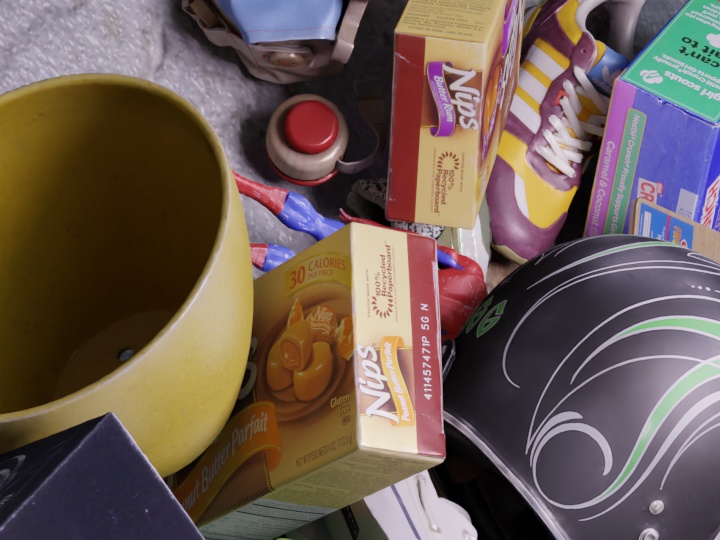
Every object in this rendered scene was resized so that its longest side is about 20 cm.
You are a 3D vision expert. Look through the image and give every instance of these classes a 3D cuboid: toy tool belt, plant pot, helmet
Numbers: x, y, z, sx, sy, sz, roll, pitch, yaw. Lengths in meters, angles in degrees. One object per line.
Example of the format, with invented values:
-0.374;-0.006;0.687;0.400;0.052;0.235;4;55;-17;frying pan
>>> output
-0.036;-0.160;1.521;0.124;0.123;0.201;-5;73;-8;toy tool belt
-0.132;0.027;1.337;0.142;0.199;0.201;61;36;-49;plant pot
0.146;0.077;1.470;0.190;0.200;0.201;-39;105;-15;helmet

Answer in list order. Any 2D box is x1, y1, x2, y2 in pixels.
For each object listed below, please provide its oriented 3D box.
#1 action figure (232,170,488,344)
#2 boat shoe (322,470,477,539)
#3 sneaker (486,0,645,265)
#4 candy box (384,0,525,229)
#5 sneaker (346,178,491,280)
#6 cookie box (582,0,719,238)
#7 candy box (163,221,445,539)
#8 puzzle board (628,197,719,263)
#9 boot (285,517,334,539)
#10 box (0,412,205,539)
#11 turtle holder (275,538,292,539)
0.000;0.000;1.517;0.199;0.052;0.066;22;73;-13;action figure
0.029;0.141;1.400;0.069;0.071;0.201;-4;46;-23;boat shoe
0.124;-0.098;1.690;0.075;0.090;0.201;34;52;-31;sneaker
0.058;-0.121;1.575;0.200;0.056;0.117;-66;162;-60;candy box
0.029;0.032;1.573;0.088;0.077;0.201;3;67;-31;sneaker
0.219;-0.088;1.727;0.075;0.172;0.200;24;43;18;cookie box
-0.034;0.063;1.386;0.055;0.200;0.116;11;66;-30;candy box
0.204;0.073;1.624;0.150;0.017;0.201;21;67;-34;puzzle board
-0.004;0.164;1.481;0.073;0.096;0.201;-17;55;-17;boot
-0.188;0.178;1.204;0.104;0.182;0.200;55;44;-13;box
-0.076;0.202;1.360;0.140;0.186;0.133;12;77;-3;turtle holder
